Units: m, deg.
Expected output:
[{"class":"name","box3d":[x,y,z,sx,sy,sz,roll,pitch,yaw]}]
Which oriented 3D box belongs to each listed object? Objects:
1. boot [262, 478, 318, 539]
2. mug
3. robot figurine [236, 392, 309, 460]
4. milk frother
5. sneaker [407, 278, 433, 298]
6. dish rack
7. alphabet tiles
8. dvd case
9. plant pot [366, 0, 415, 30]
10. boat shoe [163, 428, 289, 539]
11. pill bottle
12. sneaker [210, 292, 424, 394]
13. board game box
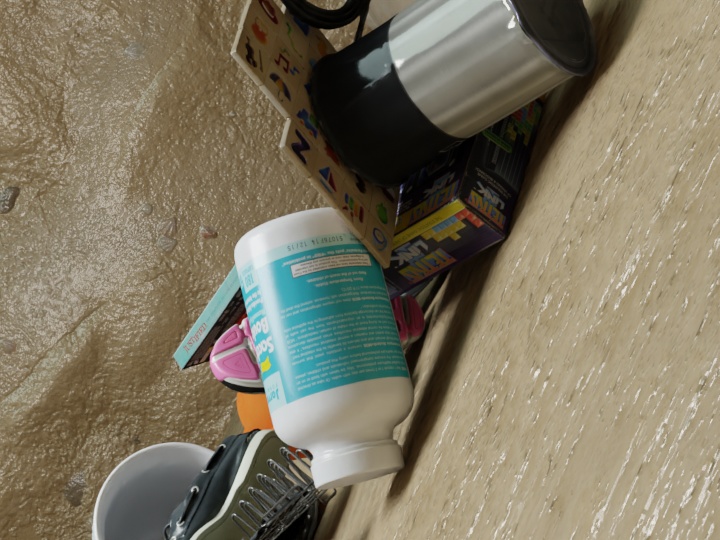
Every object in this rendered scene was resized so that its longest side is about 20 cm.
[{"class":"boot","box3d":[-0.100,0.289,1.460,0.200,0.072,0.182,-173,105,-77]},{"class":"mug","box3d":[-0.172,0.283,1.345,0.175,0.147,0.201,112,147,-61]},{"class":"robot figurine","box3d":[-0.052,0.111,1.442,0.144,0.117,0.200,-23,-25,-41]},{"class":"milk frother","box3d":[0.045,-0.200,1.085,0.188,0.200,0.181,-29,28,33]},{"class":"sneaker","box3d":[0.000,-0.001,1.316,0.200,0.104,0.060,-50,9,22]},{"class":"dish rack","box3d":[-0.052,0.173,1.198,0.200,0.055,0.154,-41,-12,-37]},{"class":"alphabet tiles","box3d":[-0.028,-0.121,1.109,0.008,0.200,0.167,-25,33,27]},{"class":"dvd case","box3d":[-0.077,0.024,1.411,0.200,0.022,0.146,-16,-28,-46]},{"class":"plant pot","box3d":[0.102,-0.335,1.612,0.201,0.200,0.174,-65,21,6]},{"class":"boat shoe","box3d":[-0.134,0.220,1.251,0.066,0.075,0.200,5,56,35]},{"class":"pill bottle","box3d":[-0.024,0.061,1.103,0.111,0.110,0.201,128,130,-67]},{"class":"sneaker","box3d":[-0.040,0.076,1.253,0.074,0.199,0.088,60,147,25]},{"class":"board game box","box3d":[0.054,-0.066,1.200,0.200,0.057,0.166,-29,33,46]}]
